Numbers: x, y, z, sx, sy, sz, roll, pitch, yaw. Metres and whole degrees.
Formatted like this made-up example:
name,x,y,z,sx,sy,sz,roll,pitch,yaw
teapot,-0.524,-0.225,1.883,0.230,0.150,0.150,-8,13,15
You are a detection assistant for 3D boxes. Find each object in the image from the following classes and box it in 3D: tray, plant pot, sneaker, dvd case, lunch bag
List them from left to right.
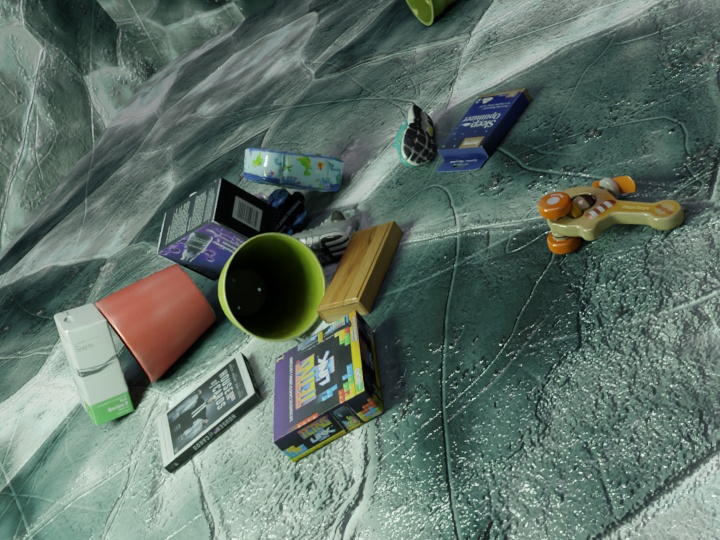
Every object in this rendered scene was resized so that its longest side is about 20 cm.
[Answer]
name,x,y,z,sx,sy,sz,roll,pitch,yaw
plant pot,-0.400,0.095,1.708,0.177,0.201,0.200,-36,27,-17
dvd case,-0.267,0.244,1.490,0.200,0.025,0.150,-40,29,1
plant pot,-0.184,0.037,1.558,0.187,0.187,0.200,-50,15,-19
lunch bag,-0.146,-0.219,1.842,0.160,0.198,0.083,22,107,60
sneaker,-0.084,-0.062,1.675,0.199,0.075,0.116,-8,35,30
tray,0.000,0.000,1.511,0.098,0.037,0.201,-15,36,37
sneaker,0.106,-0.259,1.741,0.080,0.077,0.201,-46,17,31
plant pot,0.219,-0.776,2.235,0.189,0.201,0.200,-28,27,-7

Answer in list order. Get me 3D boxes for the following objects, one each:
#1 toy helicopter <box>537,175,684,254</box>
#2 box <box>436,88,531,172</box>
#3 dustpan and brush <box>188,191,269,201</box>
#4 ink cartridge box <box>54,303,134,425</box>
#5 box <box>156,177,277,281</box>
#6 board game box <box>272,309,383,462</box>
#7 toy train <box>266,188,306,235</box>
name,x,y,z,sx,sy,sz,roll,pitch,yaw
toy helicopter,0.357,-0.087,1.199,0.199,0.079,0.132,8,43,40
box,0.228,-0.268,1.629,0.121,0.032,0.201,4,52,52
dustpan and brush,-0.248,-0.139,1.752,0.199,0.139,0.058,19,91,51
ink cartridge box,-0.527,0.182,1.687,0.084,0.202,0.146,-20,21,-24
box,-0.284,-0.077,1.693,0.199,0.147,0.105,-25,49,41
board game box,-0.054,0.172,1.307,0.165,0.057,0.201,-31,29,13
toy train,-0.197,-0.091,1.829,0.200,0.087,0.114,-52,22,-18
